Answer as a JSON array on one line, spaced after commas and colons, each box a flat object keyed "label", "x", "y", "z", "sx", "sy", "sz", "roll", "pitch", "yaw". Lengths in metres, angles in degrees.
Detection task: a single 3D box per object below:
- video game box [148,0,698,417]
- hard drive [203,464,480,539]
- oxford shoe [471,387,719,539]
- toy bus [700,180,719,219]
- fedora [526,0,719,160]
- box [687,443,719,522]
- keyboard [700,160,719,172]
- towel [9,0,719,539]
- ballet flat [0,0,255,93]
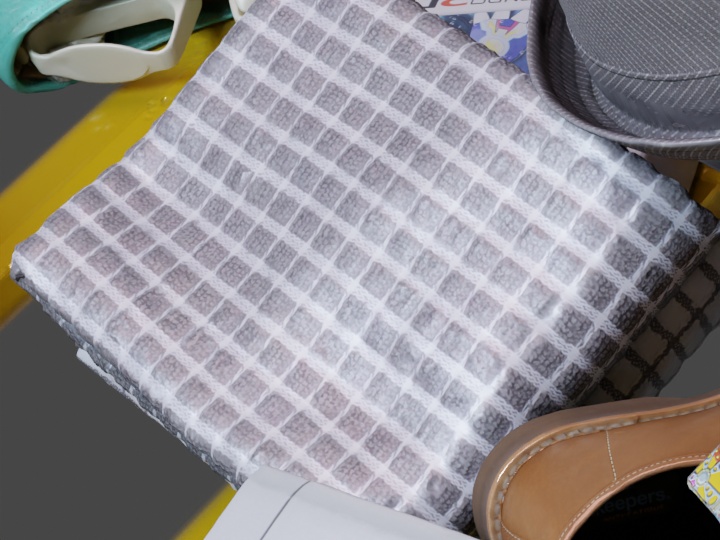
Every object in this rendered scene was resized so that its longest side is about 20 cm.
[{"label": "video game box", "x": 0.027, "y": -0.031, "z": 0.999, "sx": 0.182, "sy": 0.047, "sz": 0.200, "roll": -4, "pitch": 41, "yaw": 27}, {"label": "hard drive", "x": 0.014, "y": 0.128, "z": 0.670, "sx": 0.200, "sy": 0.027, "sz": 0.132, "roll": 16, "pitch": 62, "yaw": 41}, {"label": "oxford shoe", "x": 0.137, "y": 0.057, "z": 0.789, "sx": 0.199, "sy": 0.072, "sz": 0.071, "roll": -19, "pitch": 16, "yaw": -8}, {"label": "toy bus", "x": 0.186, "y": -0.073, "z": 0.935, "sx": 0.065, "sy": 0.078, "sz": 0.200, "roll": 18, "pitch": 53, "yaw": 42}, {"label": "fedora", "x": 0.122, "y": -0.124, "z": 0.782, "sx": 0.200, "sy": 0.090, "sz": 0.177, "roll": -24, "pitch": 39, "yaw": 20}, {"label": "box", "x": 0.217, "y": 0.062, "z": 0.660, "sx": 0.193, "sy": 0.122, "sz": 0.200, "roll": -48, "pitch": 36, "yaw": 12}, {"label": "keyboard", "x": 0.156, "y": -0.041, "z": 0.867, "sx": 0.200, "sy": 0.011, "sz": 0.056, "roll": 29, "pitch": 98, "yaw": 10}, {"label": "towel", "x": 0.000, "y": 0.000, "z": 0.876, "sx": 0.200, "sy": 0.086, "sz": 0.166, "roll": 37, "pitch": 89, "yaw": 33}, {"label": "ballet flat", "x": -0.068, "y": -0.118, "z": 1.154, "sx": 0.199, "sy": 0.067, "sz": 0.071, "roll": -17, "pitch": 62, "yaw": 10}]
